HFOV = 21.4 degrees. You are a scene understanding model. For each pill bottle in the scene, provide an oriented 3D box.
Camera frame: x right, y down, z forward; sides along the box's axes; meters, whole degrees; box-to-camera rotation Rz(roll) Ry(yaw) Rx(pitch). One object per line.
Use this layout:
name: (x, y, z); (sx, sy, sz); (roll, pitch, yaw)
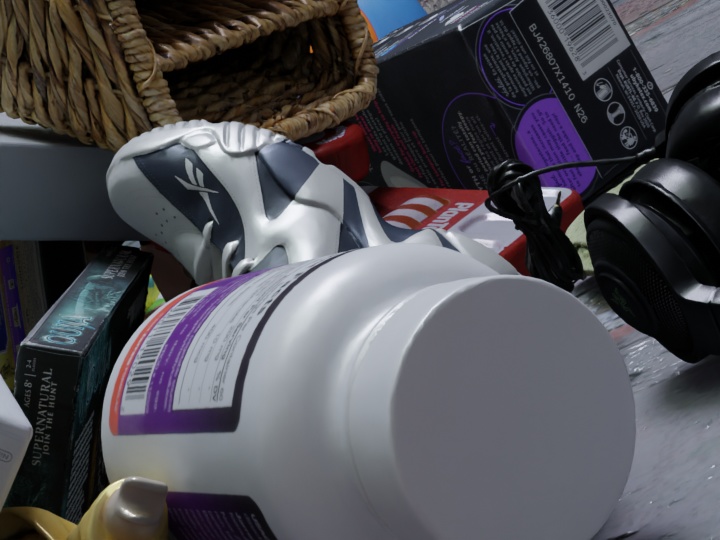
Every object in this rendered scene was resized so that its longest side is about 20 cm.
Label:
pill bottle: (-0.001, 0.050, 0.613); (0.111, 0.112, 0.200); (-34, 11, -25)

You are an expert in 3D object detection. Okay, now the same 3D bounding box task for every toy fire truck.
toy fire truck: (0.000, 0.000, 0.916); (0.167, 0.113, 0.200); (1, 21, 31)

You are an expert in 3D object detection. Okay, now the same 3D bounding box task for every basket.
basket: (-0.083, -0.145, 0.925); (0.148, 0.144, 0.200); (19, 24, 24)

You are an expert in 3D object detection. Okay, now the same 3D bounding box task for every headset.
headset: (0.130, -0.016, 0.680); (0.199, 0.094, 0.124); (9, 48, 41)

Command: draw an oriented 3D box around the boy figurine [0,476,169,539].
boy figurine: (-0.096, 0.118, 0.614); (0.125, 0.064, 0.200); (-63, 15, 3)

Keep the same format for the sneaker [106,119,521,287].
sneaker: (-0.042, 0.022, 0.779); (0.130, 0.198, 0.080); (-53, -14, -37)

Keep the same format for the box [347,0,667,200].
box: (0.064, -0.090, 1.105); (0.106, 0.123, 0.200); (-36, 12, -31)

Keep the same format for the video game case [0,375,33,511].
video game case: (-0.172, 0.126, 0.701); (0.183, 0.023, 0.200); (-68, 14, -3)

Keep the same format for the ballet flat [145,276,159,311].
ballet flat: (-0.181, 0.017, 1.168); (0.067, 0.067, 0.200); (-11, 1, -31)

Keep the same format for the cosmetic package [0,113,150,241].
cosmetic package: (-0.208, -0.055, 0.956); (0.199, 0.052, 0.150); (14, 7, 39)

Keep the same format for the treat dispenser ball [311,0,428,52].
treat dispenser ball: (-0.035, -0.121, 1.329); (0.200, 0.202, 0.201); (-29, 9, 5)

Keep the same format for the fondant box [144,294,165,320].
fondant box: (-0.147, 0.058, 1.178); (0.144, 0.058, 0.200); (-35, 10, -25)

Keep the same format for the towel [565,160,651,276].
towel: (0.181, -0.052, 0.821); (0.199, 0.037, 0.148); (-32, 10, -9)

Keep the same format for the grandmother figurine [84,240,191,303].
grandmother figurine: (-0.102, -0.026, 1.040); (0.121, 0.201, 0.061); (-32, 10, -15)

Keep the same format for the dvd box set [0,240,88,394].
dvd box set: (-0.196, 0.060, 1.067); (0.029, 0.147, 0.200); (-7, -5, -32)

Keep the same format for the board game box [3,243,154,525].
board game box: (-0.127, 0.073, 0.845); (0.028, 0.136, 0.200); (9, 12, 0)
